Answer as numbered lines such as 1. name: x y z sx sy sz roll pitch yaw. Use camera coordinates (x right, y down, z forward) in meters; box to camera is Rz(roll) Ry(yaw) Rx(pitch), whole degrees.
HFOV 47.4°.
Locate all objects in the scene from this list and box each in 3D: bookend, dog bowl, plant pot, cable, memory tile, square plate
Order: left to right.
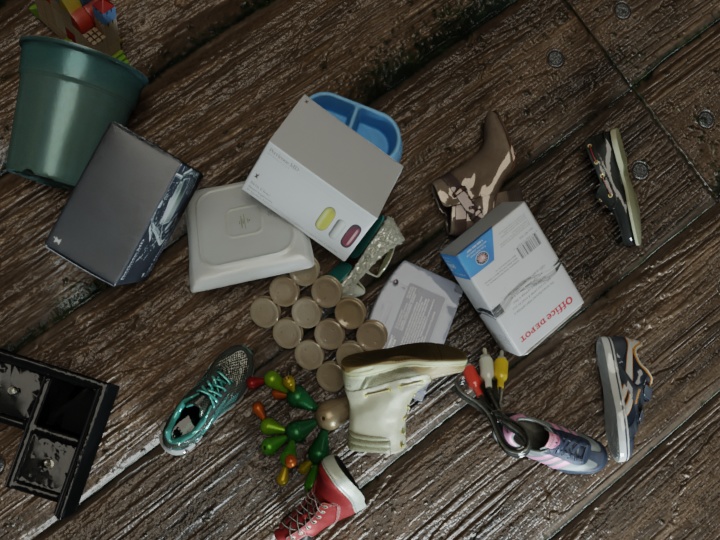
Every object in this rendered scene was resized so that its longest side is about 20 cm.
1. bookend: -0.493 0.237 1.224 0.197 0.092 0.202 18 79 -2
2. plant pot: -0.451 -0.230 1.271 0.196 0.200 0.200 14 86 -3
3. square plate: -0.182 -0.072 1.296 0.194 0.029 0.203 -12 56 -1
4. memory tile: -0.066 0.083 1.298 0.200 0.017 0.153 44 111 -1
5. dog bowl: -0.020 -0.232 1.383 0.197 0.050 0.113 21 78 -2
6. cable: 0.202 0.206 1.284 0.095 0.051 0.201 -12 37 1

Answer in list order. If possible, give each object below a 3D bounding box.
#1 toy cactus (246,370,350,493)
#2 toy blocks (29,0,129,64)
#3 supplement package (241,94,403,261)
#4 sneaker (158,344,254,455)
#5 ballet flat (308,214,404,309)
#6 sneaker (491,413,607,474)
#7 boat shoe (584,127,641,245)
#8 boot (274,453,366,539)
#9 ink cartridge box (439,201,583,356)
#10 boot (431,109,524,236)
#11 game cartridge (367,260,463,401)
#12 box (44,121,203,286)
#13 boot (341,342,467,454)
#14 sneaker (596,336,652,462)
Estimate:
1. toy cactus: -0.081 0.237 1.278 0.163 0.102 0.202 -22 74 -19
2. toy blocks: -0.456 -0.416 1.311 0.200 0.137 0.100 42 65 10
3. supplement package: -0.056 -0.146 1.286 0.198 0.111 0.157 34 41 -6
4. sneaker: -0.233 0.200 1.260 0.077 0.091 0.201 37 78 0
5. ballet flat: 0.000 0.000 1.333 0.072 0.072 0.201 41 85 2
6. sneaker: 0.311 0.281 1.310 0.196 0.082 0.071 15 78 -4
7. boat shoe: 0.438 -0.138 1.413 0.062 0.073 0.205 -15 92 27
8. boot: -0.068 0.347 1.200 0.143 0.201 0.073 -30 62 -10
9. ink cartridge box: 0.244 0.012 1.325 0.144 0.084 0.202 -36 103 -11
10. boot: 0.189 -0.159 1.384 0.144 0.070 0.204 -14 81 -6
11. game cartridge: 0.076 0.094 1.342 0.131 0.041 0.203 24 78 -5
12. box: -0.346 -0.095 1.228 0.123 0.197 0.202 29 91 -1
13. boot: 0.070 0.199 1.272 0.196 0.072 0.158 -6 106 -10
14. sneaker: 0.439 0.207 1.340 0.078 0.079 0.204 -3 79 -1
